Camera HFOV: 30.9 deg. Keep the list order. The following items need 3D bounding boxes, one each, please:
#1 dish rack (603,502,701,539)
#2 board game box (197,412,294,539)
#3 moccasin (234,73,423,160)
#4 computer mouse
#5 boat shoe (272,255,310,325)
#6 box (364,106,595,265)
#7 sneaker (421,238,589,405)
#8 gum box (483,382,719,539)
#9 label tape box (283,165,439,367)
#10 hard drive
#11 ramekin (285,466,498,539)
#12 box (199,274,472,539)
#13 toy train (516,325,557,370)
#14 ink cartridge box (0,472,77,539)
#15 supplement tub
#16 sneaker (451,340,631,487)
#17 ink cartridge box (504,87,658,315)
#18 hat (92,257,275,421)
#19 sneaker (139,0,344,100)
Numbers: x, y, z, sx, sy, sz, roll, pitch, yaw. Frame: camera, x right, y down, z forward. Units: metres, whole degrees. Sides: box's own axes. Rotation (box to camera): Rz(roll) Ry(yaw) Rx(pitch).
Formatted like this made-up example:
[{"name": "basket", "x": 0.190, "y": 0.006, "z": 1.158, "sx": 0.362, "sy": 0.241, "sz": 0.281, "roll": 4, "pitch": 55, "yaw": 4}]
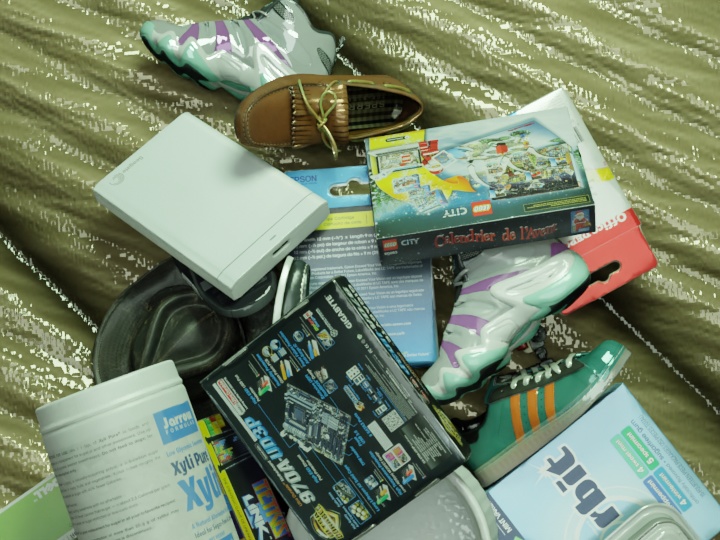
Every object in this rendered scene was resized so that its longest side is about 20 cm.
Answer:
[{"name": "dish rack", "x": 0.283, "y": 0.339, "z": 1.227, "sx": 0.171, "sy": 0.044, "sz": 0.200, "roll": -40, "pitch": 103, "yaw": -2}, {"name": "board game box", "x": -0.140, "y": 0.250, "z": 1.224, "sx": 0.057, "sy": 0.165, "sz": 0.201, "roll": -18, "pitch": 81, "yaw": -45}, {"name": "moccasin", "x": -0.029, "y": -0.150, "z": 1.265, "sx": 0.201, "sy": 0.078, "sz": 0.074, "roll": -5, "pitch": 109, "yaw": -34}, {"name": "computer mouse", "x": -0.123, "y": -0.032, "z": 1.280, "sx": 0.140, "sy": 0.046, "sz": 0.200, "roll": -35, "pitch": 56, "yaw": -18}, {"name": "boat shoe", "x": -0.055, "y": 0.088, "z": 1.223, "sx": 0.060, "sy": 0.076, "sz": 0.201, "roll": 5, "pitch": 96, "yaw": 5}, {"name": "box", "x": 0.108, "y": -0.080, "z": 1.215, "sx": 0.199, "sy": 0.038, "sz": 0.137, "roll": -9, "pitch": 48, "yaw": 3}, {"name": "sneaker", "x": 0.103, "y": 0.022, "z": 1.233, "sx": 0.200, "sy": 0.078, "sz": 0.140, "roll": -41, "pitch": 73, "yaw": -2}, {"name": "gum box", "x": 0.229, "y": 0.237, "z": 1.271, "sx": 0.200, "sy": 0.045, "sz": 0.170, "roll": -37, "pitch": 84, "yaw": -2}, {"name": "label tape box", "x": 0.000, "y": 0.000, "z": 1.295, "sx": 0.143, "sy": 0.066, "sz": 0.201, "roll": -4, "pitch": 82, "yaw": 1}, {"name": "hard drive", "x": -0.146, "y": -0.067, "z": 1.264, "sx": 0.200, "sy": 0.027, "sz": 0.132, "roll": 33, "pitch": 63, "yaw": 29}, {"name": "ramekin", "x": 0.035, "y": 0.258, "z": 1.225, "sx": 0.199, "sy": 0.098, "sz": 0.202, "roll": 0, "pitch": 90, "yaw": 17}, {"name": "box", "x": -0.022, "y": 0.130, "z": 1.157, "sx": 0.159, "sy": 0.046, "sz": 0.200, "roll": -38, "pitch": 86, "yaw": 12}, {"name": "toy train", "x": 0.157, "y": 0.053, "z": 1.302, "sx": 0.046, "sy": 0.034, "sz": 0.201, "roll": -25, "pitch": 84, "yaw": 11}, {"name": "ink cartridge box", "x": -0.316, "y": 0.253, "z": 1.202, "sx": 0.148, "sy": 0.200, "sz": 0.076, "roll": -35, "pitch": 83, "yaw": -3}, {"name": "supplement tub", "x": -0.188, "y": 0.192, "z": 1.122, "sx": 0.131, "sy": 0.132, "sz": 0.201, "roll": -20, "pitch": 89, "yaw": -1}, {"name": "sneaker", "x": 0.166, "y": 0.122, "z": 1.248, "sx": 0.200, "sy": 0.071, "sz": 0.080, "roll": -43, "pitch": 84, "yaw": 20}, {"name": "ink cartridge box", "x": 0.197, "y": -0.065, "z": 1.296, "sx": 0.116, "sy": 0.067, "sz": 0.201, "roll": -28, "pitch": 83, "yaw": -1}, {"name": "hat", "x": -0.173, "y": 0.077, "z": 1.280, "sx": 0.200, "sy": 0.081, "sz": 0.202, "roll": 0, "pitch": 84, "yaw": 1}, {"name": "sneaker", "x": -0.112, "y": -0.247, "z": 1.326, "sx": 0.199, "sy": 0.078, "sz": 0.140, "roll": 24, "pitch": 83, "yaw": -6}]
